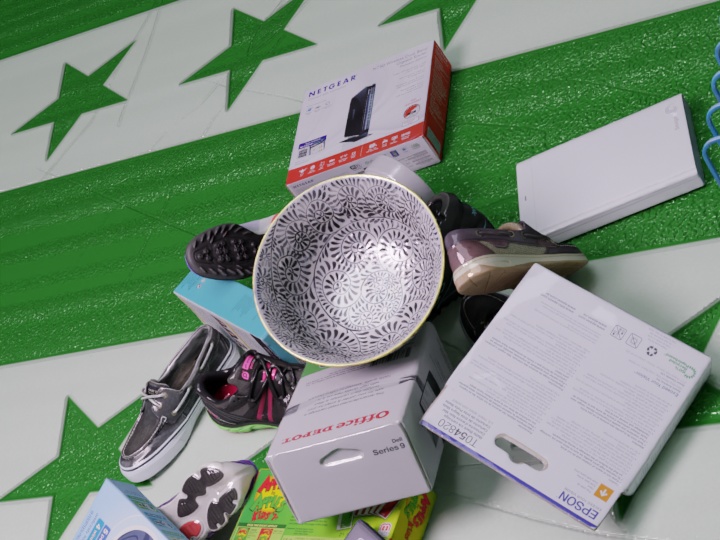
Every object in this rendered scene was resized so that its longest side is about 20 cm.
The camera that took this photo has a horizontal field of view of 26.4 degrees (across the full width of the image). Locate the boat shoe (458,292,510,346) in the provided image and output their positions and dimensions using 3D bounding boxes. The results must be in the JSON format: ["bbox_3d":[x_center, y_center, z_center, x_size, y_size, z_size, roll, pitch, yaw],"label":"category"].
[{"bbox_3d":[0.153,0.065,1.545,0.069,0.057,0.200,-42,37,-3],"label":"boat shoe"}]

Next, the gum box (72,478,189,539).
[{"bbox_3d":[-0.232,0.334,1.545,0.200,0.044,0.170,34,96,42],"label":"gum box"}]

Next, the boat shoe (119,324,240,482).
[{"bbox_3d":[-0.222,0.147,1.772,0.072,0.071,0.200,13,62,47],"label":"boat shoe"}]

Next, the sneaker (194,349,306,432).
[{"bbox_3d":[-0.099,0.129,1.675,0.199,0.084,0.077,-15,44,30],"label":"sneaker"}]

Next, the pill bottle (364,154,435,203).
[{"bbox_3d":[-0.008,-0.026,1.729,0.200,0.116,0.116,-50,38,-12],"label":"pill bottle"}]

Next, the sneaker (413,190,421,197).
[{"bbox_3d":[0.000,0.000,1.633,0.074,0.080,0.201,-5,68,59],"label":"sneaker"}]

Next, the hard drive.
[{"bbox_3d":[0.264,-0.104,1.650,0.199,0.026,0.132,-23,40,22],"label":"hard drive"}]

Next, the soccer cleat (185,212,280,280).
[{"bbox_3d":[-0.136,-0.025,1.820,0.200,0.069,0.073,-20,-1,-43],"label":"soccer cleat"}]

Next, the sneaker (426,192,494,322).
[{"bbox_3d":[0.078,0.020,1.644,0.201,0.079,0.075,-64,28,5],"label":"sneaker"}]

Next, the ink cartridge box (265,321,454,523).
[{"bbox_3d":[0.005,0.147,1.504,0.145,0.084,0.200,-17,21,19],"label":"ink cartridge box"}]

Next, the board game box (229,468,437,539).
[{"bbox_3d":[-0.031,0.252,1.520,0.199,0.048,0.102,-5,49,37],"label":"board game box"}]

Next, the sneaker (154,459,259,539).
[{"bbox_3d":[-0.180,0.268,1.628,0.200,0.083,0.081,-36,80,23],"label":"sneaker"}]

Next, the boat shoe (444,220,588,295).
[{"bbox_3d":[0.155,-0.018,1.525,0.072,0.199,0.065,-33,72,39],"label":"boat shoe"}]

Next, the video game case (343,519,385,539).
[{"bbox_3d":[-0.016,0.345,1.392,0.200,0.019,0.143,-53,45,-1],"label":"video game case"}]

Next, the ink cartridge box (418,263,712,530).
[{"bbox_3d":[0.188,0.117,1.412,0.199,0.041,0.200,31,70,25],"label":"ink cartridge box"}]

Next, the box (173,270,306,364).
[{"bbox_3d":[-0.131,0.057,1.777,0.049,0.082,0.200,-50,38,-13],"label":"box"}]

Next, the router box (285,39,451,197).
[{"bbox_3d":[0.011,-0.183,1.928,0.199,0.049,0.180,-19,42,26],"label":"router box"}]

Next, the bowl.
[{"bbox_3d":[0.000,0.013,1.538,0.200,0.094,0.202,-7,68,17],"label":"bowl"}]

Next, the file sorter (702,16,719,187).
[{"bbox_3d":[0.417,-0.164,1.499,0.138,0.123,0.201,-12,45,33],"label":"file sorter"}]
